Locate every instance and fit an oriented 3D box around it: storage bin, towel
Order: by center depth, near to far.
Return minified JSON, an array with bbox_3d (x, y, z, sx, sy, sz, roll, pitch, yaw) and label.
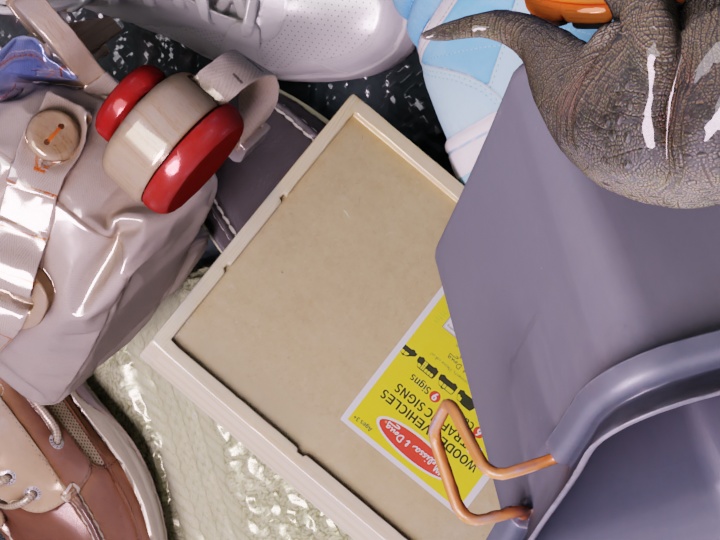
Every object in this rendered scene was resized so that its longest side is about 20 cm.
[{"bbox_3d":[0.085,0.014,0.980,0.200,0.145,0.135,110,143,-64],"label":"storage bin"},{"bbox_3d":[-0.049,0.097,1.195,0.148,0.036,0.201,-17,92,30],"label":"towel"}]

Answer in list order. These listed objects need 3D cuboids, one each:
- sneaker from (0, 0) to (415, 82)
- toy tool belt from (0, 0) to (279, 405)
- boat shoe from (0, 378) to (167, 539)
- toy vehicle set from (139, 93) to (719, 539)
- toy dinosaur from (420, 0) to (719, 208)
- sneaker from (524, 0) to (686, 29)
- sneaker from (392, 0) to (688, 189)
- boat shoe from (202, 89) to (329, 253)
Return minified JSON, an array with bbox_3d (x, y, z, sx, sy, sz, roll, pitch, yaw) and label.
[{"bbox_3d":[-0.082,-0.113,1.126,0.199,0.115,0.074,16,106,25],"label":"sneaker"},{"bbox_3d":[-0.120,-0.040,1.072,0.123,0.125,0.200,42,150,5],"label":"toy tool belt"},{"bbox_3d":[-0.144,0.070,1.180,0.076,0.072,0.201,-31,84,42],"label":"boat shoe"},{"bbox_3d":[0.034,0.046,1.067,0.200,0.124,0.027,40,161,-1],"label":"toy vehicle set"},{"bbox_3d":[0.103,-0.059,0.866,0.199,0.077,0.103,0,88,20],"label":"toy dinosaur"},{"bbox_3d":[0.114,-0.164,0.964,0.075,0.200,0.079,9,135,29],"label":"sneaker"},{"bbox_3d":[0.080,-0.122,1.042,0.200,0.079,0.131,-32,83,38],"label":"sneaker"},{"bbox_3d":[0.000,0.001,1.119,0.072,0.066,0.201,-38,84,-4],"label":"boat shoe"}]
